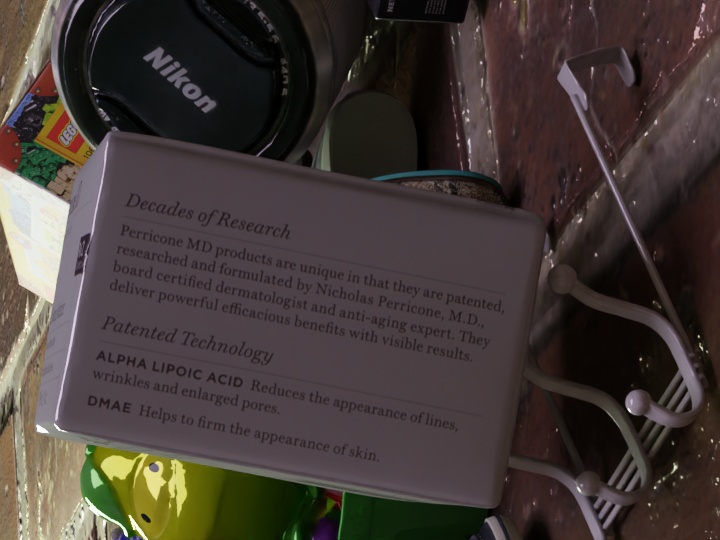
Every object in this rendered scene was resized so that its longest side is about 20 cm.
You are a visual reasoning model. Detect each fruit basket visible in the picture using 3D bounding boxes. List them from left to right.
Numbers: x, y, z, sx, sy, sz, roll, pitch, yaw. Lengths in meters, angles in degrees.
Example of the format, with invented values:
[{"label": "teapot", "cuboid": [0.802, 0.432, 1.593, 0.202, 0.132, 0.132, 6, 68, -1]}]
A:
[{"label": "fruit basket", "cuboid": [-0.043, 0.122, 1.556, 0.156, 0.215, 0.216, -134, 47, -67]}]

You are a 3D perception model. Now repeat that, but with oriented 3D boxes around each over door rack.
[{"label": "over door rack", "cuboid": [0.091, 0.019, 1.347, 0.148, 0.066, 0.200, 115, 151, -52]}]

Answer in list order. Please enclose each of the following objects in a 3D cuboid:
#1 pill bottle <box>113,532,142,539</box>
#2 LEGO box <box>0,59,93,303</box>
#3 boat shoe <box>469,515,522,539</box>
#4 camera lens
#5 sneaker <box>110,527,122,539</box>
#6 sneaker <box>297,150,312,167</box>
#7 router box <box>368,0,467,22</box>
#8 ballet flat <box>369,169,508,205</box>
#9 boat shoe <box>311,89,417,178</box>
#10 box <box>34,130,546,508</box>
[{"label": "pill bottle", "cuboid": [-0.083, 0.184, 1.703, 0.200, 0.120, 0.120, -39, 40, 21]}, {"label": "LEGO box", "cuboid": [-0.140, -0.025, 1.801, 0.077, 0.149, 0.200, -57, -13, -19]}, {"label": "boat shoe", "cuboid": [0.048, 0.215, 1.485, 0.075, 0.062, 0.200, -114, 31, -58]}, {"label": "camera lens", "cuboid": [-0.079, -0.145, 1.675, 0.200, 0.160, 0.160, -67, -12, -63]}, {"label": "sneaker", "cuboid": [-0.116, 0.117, 1.997, 0.070, 0.082, 0.200, -124, 44, -63]}, {"label": "sneaker", "cuboid": [-0.087, -0.025, 1.908, 0.200, 0.076, 0.076, 136, 141, -57]}, {"label": "router box", "cuboid": [0.033, -0.257, 1.557, 0.157, 0.052, 0.200, -110, 27, -52]}, {"label": "ballet flat", "cuboid": [-0.014, -0.013, 1.548, 0.200, 0.068, 0.075, 3, 65, 34]}, {"label": "boat shoe", "cuboid": [-0.001, -0.001, 1.671, 0.072, 0.070, 0.201, 156, 119, -81]}, {"label": "box", "cuboid": [-0.038, 0.027, 1.325, 0.199, 0.199, 0.131, 155, 125, -80]}]
